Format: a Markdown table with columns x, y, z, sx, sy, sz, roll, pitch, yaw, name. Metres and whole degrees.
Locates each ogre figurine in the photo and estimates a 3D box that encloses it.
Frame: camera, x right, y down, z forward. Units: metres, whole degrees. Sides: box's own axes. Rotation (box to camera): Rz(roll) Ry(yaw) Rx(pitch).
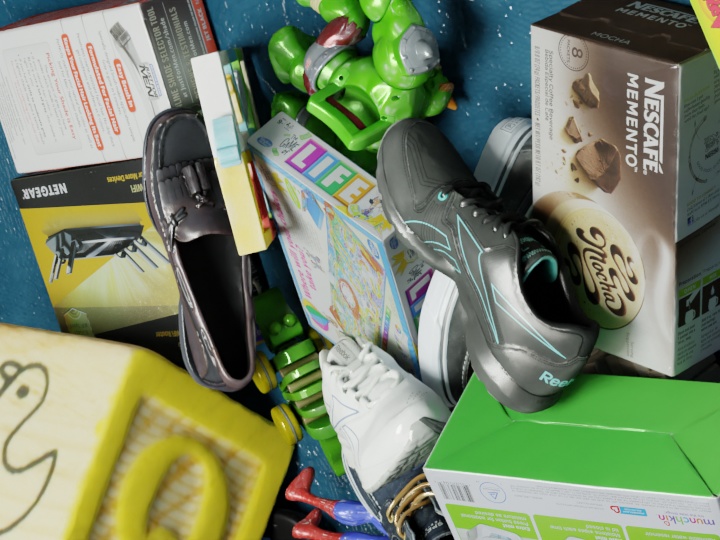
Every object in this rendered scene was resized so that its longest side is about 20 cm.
| x | y | z | sx | sy | sz | roll | pitch | yaw | name |
| --- | --- | --- | --- | --- | --- | --- | --- | --- | --- |
| -0.004 | -0.130 | 1.572 | 0.120 | 0.098 | 0.200 | 54 | 127 | 26 | ogre figurine |

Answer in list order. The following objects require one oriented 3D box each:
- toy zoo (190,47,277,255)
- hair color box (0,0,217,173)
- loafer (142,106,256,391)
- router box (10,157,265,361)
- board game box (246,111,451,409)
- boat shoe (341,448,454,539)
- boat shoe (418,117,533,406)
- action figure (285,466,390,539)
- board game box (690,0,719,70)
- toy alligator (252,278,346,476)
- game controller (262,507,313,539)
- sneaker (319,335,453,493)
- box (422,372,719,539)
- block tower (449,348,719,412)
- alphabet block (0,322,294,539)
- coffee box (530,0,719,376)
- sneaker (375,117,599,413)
| x | y | z | sx | sy | sz | roll | pitch | yaw | name |
| --- | --- | --- | --- | --- | --- | --- | --- | --- | --- |
| -0.082 | -0.082 | 1.616 | 0.020 | 0.200 | 0.132 | -13 | 96 | 4 | toy zoo |
| -0.187 | -0.139 | 1.774 | 0.199 | 0.064 | 0.112 | -3 | 108 | 47 | hair color box |
| -0.102 | -0.014 | 1.675 | 0.063 | 0.071 | 0.202 | -166 | 64 | -71 | loafer |
| -0.164 | -0.011 | 1.822 | 0.199 | 0.052 | 0.158 | -6 | 106 | 46 | router box |
| 0.000 | 0.000 | 1.609 | 0.134 | 0.034 | 0.201 | 36 | 158 | 33 | board game box |
| 0.048 | 0.165 | 1.641 | 0.071 | 0.091 | 0.200 | -45 | 63 | 4 | boat shoe |
| 0.092 | 0.005 | 1.547 | 0.071 | 0.072 | 0.201 | 28 | 117 | 30 | boat shoe |
| 0.041 | 0.191 | 1.727 | 0.199 | 0.052 | 0.066 | 18 | 128 | 32 | action figure |
| 0.221 | -0.175 | 1.320 | 0.047 | 0.101 | 0.201 | -20 | 96 | 49 | board game box |
| -0.050 | 0.055 | 1.725 | 0.201 | 0.059 | 0.054 | 65 | 167 | -3 | toy alligator |
| -0.092 | 0.226 | 1.874 | 0.199 | 0.042 | 0.105 | 0 | 123 | 44 | game controller |
| 0.008 | 0.089 | 1.577 | 0.087 | 0.074 | 0.200 | 60 | 168 | -7 | sneaker |
| 0.165 | 0.159 | 1.488 | 0.199 | 0.097 | 0.177 | 2 | 134 | 33 | box |
| 0.140 | 0.085 | 1.560 | 0.199 | 0.058 | 0.054 | -23 | 93 | 46 | block tower |
| -0.202 | 0.164 | 1.798 | 0.199 | 0.196 | 0.197 | 6 | 72 | 42 | alphabet block |
| 0.168 | -0.054 | 1.450 | 0.113 | 0.080 | 0.201 | 22 | 125 | 39 | coffee box |
| 0.082 | -0.016 | 1.464 | 0.201 | 0.075 | 0.079 | 60 | 138 | 15 | sneaker |
